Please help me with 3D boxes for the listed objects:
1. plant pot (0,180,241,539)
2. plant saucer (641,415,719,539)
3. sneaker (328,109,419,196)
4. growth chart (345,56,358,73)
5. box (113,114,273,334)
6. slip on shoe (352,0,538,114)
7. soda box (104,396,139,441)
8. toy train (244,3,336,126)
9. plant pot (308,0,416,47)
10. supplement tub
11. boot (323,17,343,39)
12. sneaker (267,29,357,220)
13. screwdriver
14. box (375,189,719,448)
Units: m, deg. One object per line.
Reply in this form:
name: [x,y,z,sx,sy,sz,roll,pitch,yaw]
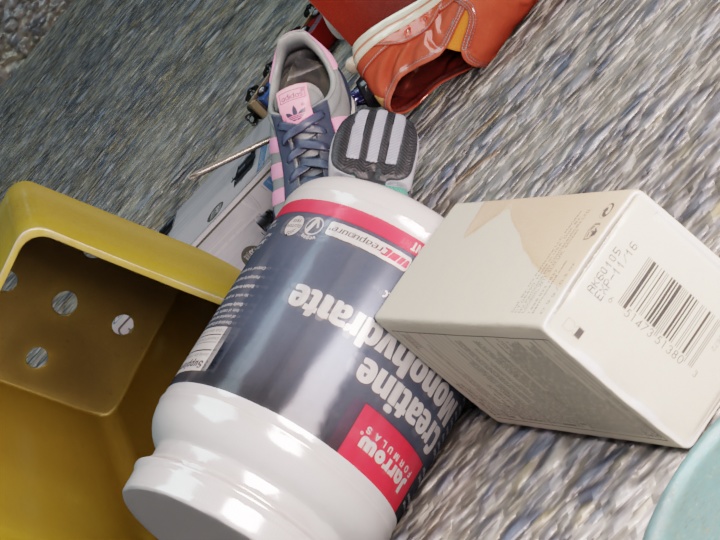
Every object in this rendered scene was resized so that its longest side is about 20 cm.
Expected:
plant pot: [-0.167,0.057,1.383,0.200,0.200,0.176,-61,25,14]
plant saucer: [0.157,0.091,0.849,0.201,0.039,0.201,-46,17,19]
sneaker: [0.000,0.000,1.446,0.088,0.074,0.201,85,-161,-60]
growth chart: [0.081,-0.217,1.650,0.145,0.018,0.200,-41,3,-35]
box: [-0.101,-0.026,1.732,0.200,0.060,0.117,-45,18,24]
slip on shoe: [0.081,-0.171,1.558,0.200,0.074,0.061,-31,69,30]
soda box: [-0.132,0.101,1.535,0.200,0.068,0.064,-52,17,-3]
toy train: [-0.037,-0.206,1.983,0.046,0.034,0.200,8,60,57]
plant pot: [0.034,-0.324,1.782,0.176,0.200,0.200,-17,38,46]
supplement tub: [-0.021,0.065,1.195,0.200,0.140,0.140,-59,18,-20]
boot: [0.021,-0.289,1.937,0.090,0.073,0.201,-13,53,29]
sneaker: [-0.038,-0.079,1.556,0.070,0.082,0.200,-17,46,8]
screwdriver: [-0.036,-0.113,1.653,0.199,0.028,0.029,-22,56,0]
box: [0.094,0.021,1.064,0.078,0.095,0.200,-55,18,-12]
